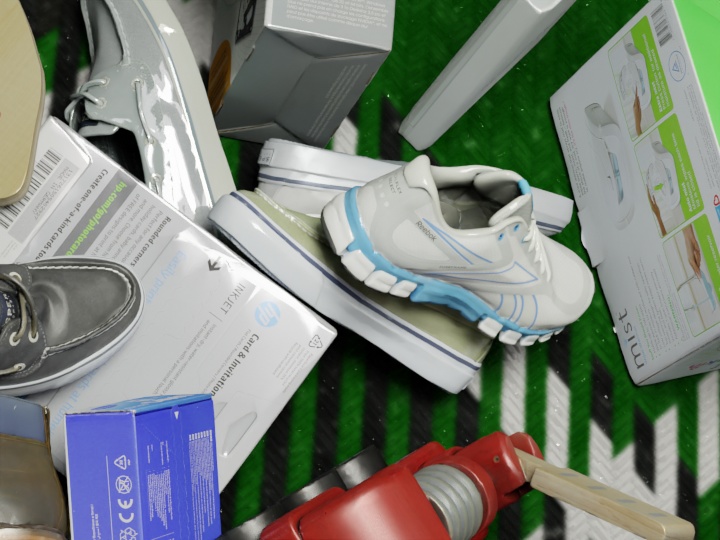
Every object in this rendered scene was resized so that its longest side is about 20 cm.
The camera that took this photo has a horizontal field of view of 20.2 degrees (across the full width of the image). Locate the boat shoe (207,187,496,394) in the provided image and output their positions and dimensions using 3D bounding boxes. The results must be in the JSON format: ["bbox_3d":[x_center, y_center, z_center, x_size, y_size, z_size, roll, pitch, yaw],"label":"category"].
[{"bbox_3d":[0.000,0.000,1.166,0.200,0.072,0.062,33,93,-32],"label":"boat shoe"}]

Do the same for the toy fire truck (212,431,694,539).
[{"bbox_3d":[0.051,0.139,1.067,0.129,0.200,0.176,59,29,5],"label":"toy fire truck"}]

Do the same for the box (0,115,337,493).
[{"bbox_3d":[-0.138,0.036,1.121,0.200,0.041,0.156,37,85,-2],"label":"box"}]

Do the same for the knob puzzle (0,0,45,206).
[{"bbox_3d":[-0.259,-0.088,1.121,0.219,0.030,0.220,-3,67,6],"label":"knob puzzle"}]

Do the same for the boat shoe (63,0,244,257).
[{"bbox_3d":[-0.131,-0.087,1.177,0.071,0.070,0.201,-17,81,-29],"label":"boat shoe"}]

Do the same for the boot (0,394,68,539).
[{"bbox_3d":[-0.240,0.104,0.997,0.200,0.075,0.097,12,58,-25],"label":"boot"}]

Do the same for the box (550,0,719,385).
[{"bbox_3d":[0.211,-0.052,1.224,0.097,0.176,0.200,-10,75,-21],"label":"box"}]

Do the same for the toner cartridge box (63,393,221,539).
[{"bbox_3d":[-0.108,0.168,1.051,0.043,0.095,0.200,-4,90,20],"label":"toner cartridge box"}]

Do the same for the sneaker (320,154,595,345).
[{"bbox_3d":[0.077,-0.016,1.138,0.200,0.087,0.075,15,48,-44],"label":"sneaker"}]

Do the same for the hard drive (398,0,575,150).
[{"bbox_3d":[0.102,-0.154,1.209,0.026,0.200,0.132,45,64,1],"label":"hard drive"}]

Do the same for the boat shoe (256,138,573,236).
[{"bbox_3d":[0.029,-0.032,1.225,0.200,0.074,0.067,9,94,-14],"label":"boat shoe"}]

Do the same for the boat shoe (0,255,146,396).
[{"bbox_3d":[-0.199,0.027,1.035,0.200,0.066,0.070,-10,74,-25],"label":"boat shoe"}]

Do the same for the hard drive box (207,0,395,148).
[{"bbox_3d":[-0.032,-0.193,1.203,0.077,0.156,0.200,10,68,-14],"label":"hard drive box"}]
